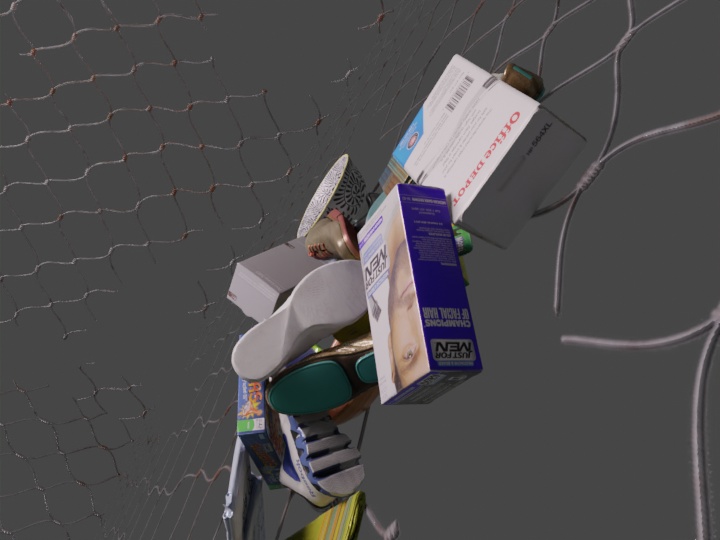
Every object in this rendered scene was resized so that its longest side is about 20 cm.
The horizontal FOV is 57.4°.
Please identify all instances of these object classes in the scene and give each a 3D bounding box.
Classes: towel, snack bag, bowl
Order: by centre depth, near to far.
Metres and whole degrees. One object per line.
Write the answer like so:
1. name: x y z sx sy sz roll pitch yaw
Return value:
1. towel: -0.055 0.321 0.746 0.200 0.018 0.086 -48 15 42
2. snack bag: -0.135 0.310 0.794 0.189 0.021 0.202 -102 8 -70
3. towel: 0.091 -0.189 0.911 0.201 0.022 0.147 -58 15 15
4. bowl: -0.043 -0.130 1.368 0.201 0.094 0.201 -53 16 23

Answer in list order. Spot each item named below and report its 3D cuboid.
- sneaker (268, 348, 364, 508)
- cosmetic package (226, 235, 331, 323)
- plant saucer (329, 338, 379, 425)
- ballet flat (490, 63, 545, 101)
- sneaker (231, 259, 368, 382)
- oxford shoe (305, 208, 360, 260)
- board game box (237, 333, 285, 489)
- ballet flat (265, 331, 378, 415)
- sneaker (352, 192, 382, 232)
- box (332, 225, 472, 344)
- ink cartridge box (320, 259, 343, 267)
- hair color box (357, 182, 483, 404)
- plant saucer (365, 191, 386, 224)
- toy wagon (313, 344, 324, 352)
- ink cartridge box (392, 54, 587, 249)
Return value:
1. sneaker: -0.073 0.203 0.805 0.116 0.080 0.200 -60 44 41
2. cosmetic package: -0.137 0.017 1.209 0.200 0.106 0.091 -29 -32 -57
3. plant saucer: 0.001 0.120 0.888 0.201 0.037 0.201 -54 17 25
4. ballet flat: 0.166 -0.222 0.902 0.068 0.072 0.200 -54 11 -24
5. sneaker: -0.064 0.060 0.778 0.199 0.076 0.089 -34 -10 -13
6. oxford shoe: -0.037 -0.034 0.931 0.074 0.071 0.200 -34 12 -1
7. board game box: -0.124 0.192 0.874 0.201 0.034 0.136 83 -179 -55
8. ballet flat: -0.013 0.111 0.762 0.198 0.071 0.065 -17 17 1
9. sneaker: 0.008 -0.031 1.048 0.201 0.079 0.075 -64 6 -14
10. box: 0.056 0.009 0.810 0.199 0.048 0.118 -36 26 22
11. ink cartridge box: 0.000 0.000 0.947 0.199 0.042 0.119 -32 20 7
12. hair color box: 0.054 0.025 0.678 0.109 0.064 0.202 131 135 -54
13. plant saucer: 0.076 -0.104 0.930 0.199 0.036 0.200 -35 20 15
14. toy wagon: -0.096 0.196 1.057 0.156 0.039 0.200 -62 16 -6
15. ink cartridge box: 0.135 -0.139 0.746 0.147 0.084 0.200 -55 33 18
